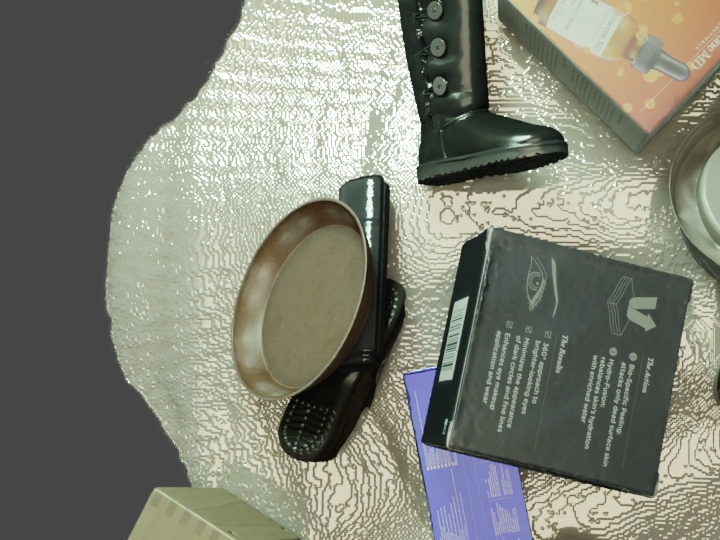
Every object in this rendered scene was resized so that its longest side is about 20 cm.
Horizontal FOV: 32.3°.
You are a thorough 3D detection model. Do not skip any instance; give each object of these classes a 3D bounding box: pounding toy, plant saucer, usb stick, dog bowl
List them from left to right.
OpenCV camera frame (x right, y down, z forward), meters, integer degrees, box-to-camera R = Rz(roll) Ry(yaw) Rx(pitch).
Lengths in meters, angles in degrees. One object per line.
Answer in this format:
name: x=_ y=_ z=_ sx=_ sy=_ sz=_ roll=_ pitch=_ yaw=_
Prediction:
pounding toy: x=-0.145 y=0.327 z=1.169 sx=0.141 sy=0.184 sz=0.202 roll=27 pitch=89 yaw=20
plant saucer: x=-0.051 y=0.030 z=1.188 sx=0.034 sy=0.200 sz=0.202 roll=24 pitch=89 yaw=-36
usb stick: x=0.000 y=0.000 z=1.201 sx=0.055 sy=0.033 sz=0.202 roll=-7 pitch=62 yaw=20
dog bowl: x=0.385 y=-0.063 z=1.150 sx=0.198 sy=0.059 sz=0.202 roll=-4 pitch=63 yaw=8

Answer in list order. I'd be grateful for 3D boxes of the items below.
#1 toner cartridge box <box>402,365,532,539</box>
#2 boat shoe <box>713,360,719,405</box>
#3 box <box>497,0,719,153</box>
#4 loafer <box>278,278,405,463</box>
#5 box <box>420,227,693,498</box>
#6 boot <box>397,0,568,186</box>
toner cartridge box: x=0.106 y=0.190 z=1.204 sx=0.094 sy=0.043 sz=0.202 roll=-11 pitch=84 yaw=7
boat shoe: x=0.380 y=0.038 z=1.172 sx=0.072 sy=0.063 sz=0.202 roll=12 pitch=87 yaw=8
box: x=0.250 y=-0.241 z=1.186 sx=0.200 sy=0.106 sz=0.152 roll=45 pitch=92 yaw=8
loafer: x=-0.015 y=0.099 z=1.218 sx=0.072 sy=0.071 sz=0.201 roll=23 pitch=74 yaw=28
box: x=0.177 y=0.086 z=1.136 sx=0.198 sy=0.117 sz=0.199 roll=14 pitch=81 yaw=-7
boot: x=0.115 y=-0.194 z=1.196 sx=0.163 sy=0.065 sz=0.203 roll=-7 pitch=83 yaw=34
